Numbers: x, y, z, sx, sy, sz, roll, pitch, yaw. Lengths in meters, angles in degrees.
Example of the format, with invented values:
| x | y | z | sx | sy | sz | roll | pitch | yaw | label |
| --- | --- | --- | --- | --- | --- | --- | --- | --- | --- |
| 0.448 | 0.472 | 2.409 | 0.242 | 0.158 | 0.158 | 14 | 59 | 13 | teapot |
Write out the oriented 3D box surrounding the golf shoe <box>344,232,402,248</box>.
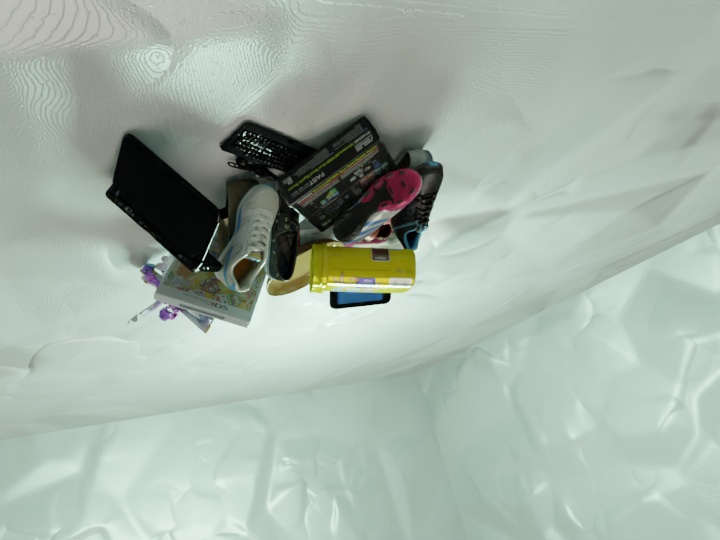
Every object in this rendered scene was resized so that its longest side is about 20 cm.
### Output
| x | y | z | sx | sy | sz | roll | pitch | yaw | label |
| --- | --- | --- | --- | --- | --- | --- | --- | --- | --- |
| 0.051 | -0.053 | 1.380 | 0.198 | 0.075 | 0.092 | -5 | 116 | -25 | golf shoe |

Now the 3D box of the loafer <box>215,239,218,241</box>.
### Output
| x | y | z | sx | sy | sz | roll | pitch | yaw | label |
| --- | --- | --- | --- | --- | --- | --- | --- | --- | --- |
| -0.281 | -0.039 | 1.199 | 0.198 | 0.076 | 0.068 | -21 | 165 | 13 | loafer |

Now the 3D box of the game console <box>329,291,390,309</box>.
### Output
| x | y | z | sx | sy | sz | roll | pitch | yaw | label |
| --- | --- | --- | --- | --- | --- | --- | --- | --- | --- |
| 0.023 | 0.012 | 1.486 | 0.198 | 0.118 | 0.176 | -5 | 157 | -30 | game console |

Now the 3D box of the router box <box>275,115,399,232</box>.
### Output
| x | y | z | sx | sy | sz | roll | pitch | yaw | label |
| --- | --- | --- | --- | --- | --- | --- | --- | --- | --- |
| -0.036 | -0.170 | 1.001 | 0.199 | 0.062 | 0.150 | -35 | 158 | 7 | router box |

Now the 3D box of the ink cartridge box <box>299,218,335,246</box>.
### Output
| x | y | z | sx | sy | sz | roll | pitch | yaw | label |
| --- | --- | --- | --- | --- | --- | --- | --- | --- | --- |
| -0.111 | -0.060 | 1.184 | 0.200 | 0.047 | 0.160 | -46 | 169 | -20 | ink cartridge box |

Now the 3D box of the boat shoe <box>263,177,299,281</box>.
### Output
| x | y | z | sx | sy | sz | roll | pitch | yaw | label |
| --- | --- | --- | --- | --- | --- | --- | --- | --- | --- |
| -0.143 | -0.077 | 1.052 | 0.068 | 0.202 | 0.056 | -2 | -166 | -39 | boat shoe |

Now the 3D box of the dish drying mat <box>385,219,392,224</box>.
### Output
| x | y | z | sx | sy | sz | roll | pitch | yaw | label |
| --- | --- | --- | --- | --- | --- | --- | --- | --- | --- |
| 0.041 | -0.120 | 1.117 | 0.198 | 0.018 | 0.077 | -13 | 145 | -5 | dish drying mat |

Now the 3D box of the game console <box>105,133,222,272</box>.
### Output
| x | y | z | sx | sy | sz | roll | pitch | yaw | label |
| --- | --- | --- | --- | --- | --- | --- | --- | --- | --- |
| -0.300 | -0.102 | 0.894 | 0.117 | 0.200 | 0.176 | -50 | 174 | 4 | game console |

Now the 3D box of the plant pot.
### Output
| x | y | z | sx | sy | sz | roll | pitch | yaw | label |
| --- | --- | --- | --- | --- | --- | --- | --- | --- | --- |
| -0.125 | -0.011 | 1.206 | 0.199 | 0.028 | 0.200 | -31 | 163 | -10 | plant pot |

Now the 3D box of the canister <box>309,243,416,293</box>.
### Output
| x | y | z | sx | sy | sz | roll | pitch | yaw | label |
| --- | --- | --- | --- | --- | --- | --- | --- | --- | --- |
| 0.000 | 0.000 | 1.091 | 0.198 | 0.088 | 0.149 | 2 | 170 | -8 | canister |

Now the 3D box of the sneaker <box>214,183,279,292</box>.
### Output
| x | y | z | sx | sy | sz | roll | pitch | yaw | label |
| --- | --- | --- | --- | --- | --- | --- | --- | --- | --- |
| -0.192 | -0.057 | 0.984 | 0.076 | 0.081 | 0.202 | 16 | 100 | -43 | sneaker |

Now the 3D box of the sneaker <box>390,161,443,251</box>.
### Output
| x | y | z | sx | sy | sz | roll | pitch | yaw | label |
| --- | --- | --- | --- | --- | --- | --- | --- | --- | --- |
| 0.119 | -0.122 | 1.057 | 0.072 | 0.083 | 0.201 | -3 | 143 | -18 | sneaker |

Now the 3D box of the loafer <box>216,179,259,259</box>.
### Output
| x | y | z | sx | sy | sz | roll | pitch | yaw | label |
| --- | --- | --- | --- | --- | --- | --- | --- | --- | --- |
| -0.249 | -0.085 | 1.040 | 0.067 | 0.076 | 0.202 | 13 | 109 | -24 | loafer |

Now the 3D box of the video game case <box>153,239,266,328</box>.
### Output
| x | y | z | sx | sy | sz | roll | pitch | yaw | label |
| --- | --- | --- | --- | --- | --- | --- | --- | --- | --- |
| -0.285 | 0.014 | 1.082 | 0.180 | 0.201 | 0.023 | 18 | 127 | -9 | video game case |

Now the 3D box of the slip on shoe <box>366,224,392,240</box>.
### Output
| x | y | z | sx | sy | sz | roll | pitch | yaw | label |
| --- | --- | --- | --- | --- | --- | --- | --- | --- | --- |
| 0.012 | -0.101 | 1.224 | 0.074 | 0.061 | 0.199 | -53 | 158 | 21 | slip on shoe |

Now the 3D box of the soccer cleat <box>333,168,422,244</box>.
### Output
| x | y | z | sx | sy | sz | roll | pitch | yaw | label |
| --- | --- | --- | --- | --- | --- | --- | --- | --- | --- |
| 0.033 | -0.121 | 1.033 | 0.199 | 0.070 | 0.086 | -35 | 170 | 16 | soccer cleat |

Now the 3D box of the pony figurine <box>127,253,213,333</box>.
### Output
| x | y | z | sx | sy | sz | roll | pitch | yaw | label |
| --- | --- | --- | --- | --- | --- | --- | --- | --- | --- |
| -0.402 | 0.057 | 1.178 | 0.199 | 0.167 | 0.193 | 33 | 177 | -12 | pony figurine |

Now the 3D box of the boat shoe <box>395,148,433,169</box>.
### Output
| x | y | z | sx | sy | sz | roll | pitch | yaw | label |
| --- | --- | --- | --- | --- | --- | --- | --- | --- | --- |
| 0.059 | -0.173 | 1.117 | 0.085 | 0.075 | 0.202 | -1 | 152 | -37 | boat shoe |

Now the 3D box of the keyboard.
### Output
| x | y | z | sx | sy | sz | roll | pitch | yaw | label |
| --- | --- | --- | --- | --- | --- | --- | --- | --- | --- |
| -0.150 | -0.191 | 0.960 | 0.104 | 0.040 | 0.199 | -31 | 154 | 33 | keyboard |
